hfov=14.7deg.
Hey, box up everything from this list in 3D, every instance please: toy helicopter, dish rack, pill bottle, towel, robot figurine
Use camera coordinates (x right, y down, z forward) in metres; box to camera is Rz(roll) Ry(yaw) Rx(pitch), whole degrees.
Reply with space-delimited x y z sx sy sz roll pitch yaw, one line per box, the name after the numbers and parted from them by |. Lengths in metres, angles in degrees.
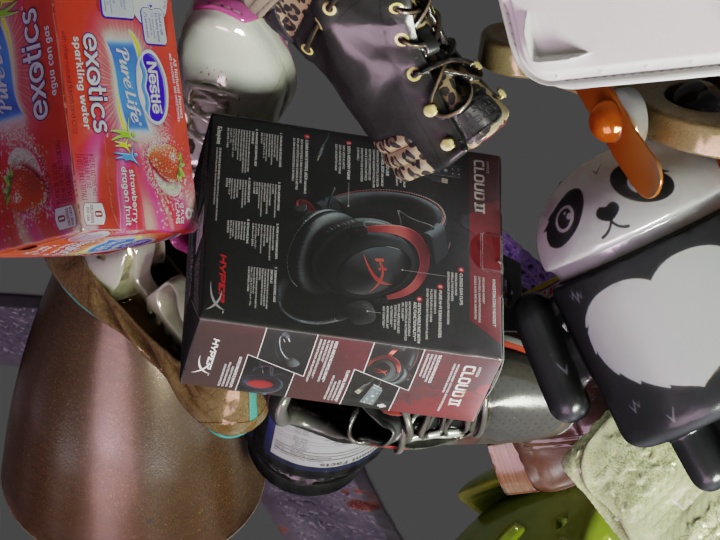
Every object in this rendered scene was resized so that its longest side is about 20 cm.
0.146 -0.098 1.548 0.199 0.132 0.079 21 121 30 | toy helicopter
0.147 -0.174 1.430 0.199 0.044 0.172 -3 111 33 | dish rack
-0.025 0.068 1.823 0.111 0.112 0.200 18 150 3 | pill bottle
0.233 0.100 1.672 0.148 0.200 0.036 45 -170 9 | towel
0.181 0.023 1.596 0.201 0.150 0.125 65 153 1 | robot figurine

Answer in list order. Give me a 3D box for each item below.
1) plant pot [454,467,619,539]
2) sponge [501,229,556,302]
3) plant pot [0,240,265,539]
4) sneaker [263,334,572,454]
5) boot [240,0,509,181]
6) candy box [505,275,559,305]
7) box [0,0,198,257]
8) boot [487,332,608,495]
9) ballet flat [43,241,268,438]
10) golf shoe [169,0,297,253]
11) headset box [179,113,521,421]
0.165 0.230 1.942 0.199 0.182 0.200 36 143 -24 | plant pot
0.098 0.037 1.838 0.200 0.030 0.111 40 141 -27 | sponge
-0.157 0.067 1.905 0.186 0.187 0.201 12 131 11 | plant pot
0.034 0.086 1.676 0.199 0.082 0.077 5 123 -2 | sneaker
0.030 -0.137 1.544 0.151 0.073 0.200 53 143 -8 | boot
0.185 0.023 1.748 0.200 0.026 0.102 -29 127 37 | candy box
-0.169 -0.111 1.599 0.095 0.201 0.100 -12 174 40 | box
0.166 0.057 1.729 0.199 0.064 0.187 -9 129 17 | boot
-0.127 0.019 1.752 0.200 0.068 0.072 48 149 23 | ballet flat
-0.085 -0.084 1.705 0.075 0.092 0.200 17 146 11 | golf shoe
0.000 0.000 1.635 0.199 0.149 0.075 7 145 -10 | headset box
